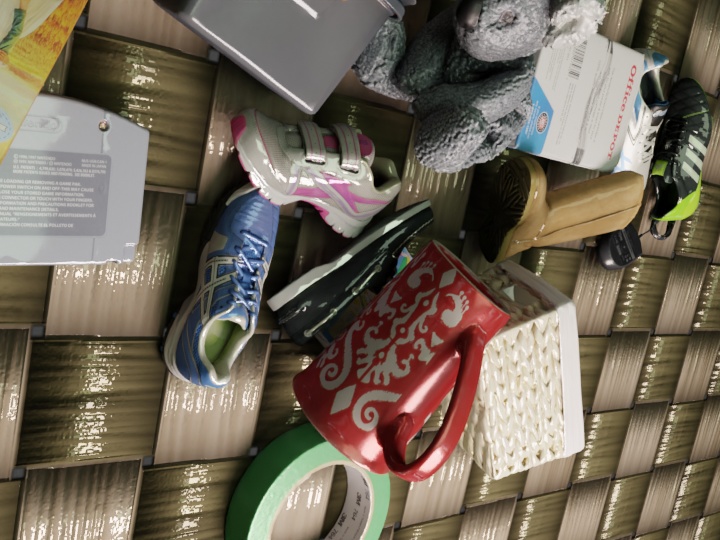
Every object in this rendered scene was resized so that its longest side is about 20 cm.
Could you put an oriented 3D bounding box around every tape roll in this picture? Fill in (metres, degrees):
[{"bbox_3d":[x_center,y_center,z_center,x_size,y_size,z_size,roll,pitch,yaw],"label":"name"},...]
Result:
[{"bbox_3d":[-0.055,0.272,0.943,0.198,0.048,0.205,-16,116,-35],"label":"tape roll"}]

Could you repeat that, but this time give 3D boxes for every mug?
[{"bbox_3d":[0.058,0.095,0.827,0.201,0.178,0.133,-48,157,9],"label":"mug"}]

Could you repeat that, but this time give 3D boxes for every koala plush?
[{"bbox_3d":[0.123,-0.225,0.794,0.182,0.179,0.201,-14,148,-42],"label":"koala plush"}]

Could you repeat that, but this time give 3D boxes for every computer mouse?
[{"bbox_3d":[0.400,-0.052,1.228,0.198,0.034,0.060,-25,96,-37],"label":"computer mouse"}]

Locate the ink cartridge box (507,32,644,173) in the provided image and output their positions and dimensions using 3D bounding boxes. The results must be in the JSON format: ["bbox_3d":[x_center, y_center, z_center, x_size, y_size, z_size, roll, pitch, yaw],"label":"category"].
[{"bbox_3d":[0.232,-0.206,0.989,0.197,0.083,0.148,5,102,-42],"label":"ink cartridge box"}]

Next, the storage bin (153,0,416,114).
[{"bbox_3d":[-0.066,-0.229,0.703,0.199,0.145,0.136,29,97,-42],"label":"storage bin"}]

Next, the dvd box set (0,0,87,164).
[{"bbox_3d":[-0.286,-0.157,0.571,0.145,0.029,0.203,33,73,-34],"label":"dvd box set"}]

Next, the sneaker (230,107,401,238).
[{"bbox_3d":[-0.036,-0.105,0.782,0.088,0.083,0.198,-33,147,27],"label":"sneaker"}]

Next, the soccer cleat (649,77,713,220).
[{"bbox_3d":[0.451,-0.168,1.199,0.080,0.067,0.204,-14,112,-29],"label":"soccer cleat"}]

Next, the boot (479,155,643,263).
[{"bbox_3d":[0.247,-0.089,0.995,0.196,0.067,0.176,-14,155,-17],"label":"boot"}]

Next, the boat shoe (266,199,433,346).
[{"bbox_3d":[0.000,0.000,0.858,0.198,0.076,0.061,-34,95,-7],"label":"boat shoe"}]

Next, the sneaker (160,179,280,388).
[{"bbox_3d":[-0.114,0.015,0.781,0.075,0.076,0.204,18,92,-40],"label":"sneaker"}]

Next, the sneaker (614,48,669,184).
[{"bbox_3d":[0.371,-0.191,1.122,0.071,0.072,0.204,-25,122,-33],"label":"sneaker"}]

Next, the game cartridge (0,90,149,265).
[{"bbox_3d":[-0.263,-0.072,0.652,0.197,0.040,0.136,-1,109,-40],"label":"game cartridge"}]

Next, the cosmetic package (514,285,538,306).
[{"bbox_3d":[0.220,0.124,1.087,0.073,0.101,0.204,-29,121,-30],"label":"cosmetic package"}]

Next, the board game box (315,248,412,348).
[{"bbox_3d":[0.036,0.074,0.958,0.135,0.034,0.201,-49,130,-16],"label":"board game box"}]

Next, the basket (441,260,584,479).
[{"bbox_3d":[0.162,0.115,0.954,0.121,0.135,0.204,-20,117,-17],"label":"basket"}]
